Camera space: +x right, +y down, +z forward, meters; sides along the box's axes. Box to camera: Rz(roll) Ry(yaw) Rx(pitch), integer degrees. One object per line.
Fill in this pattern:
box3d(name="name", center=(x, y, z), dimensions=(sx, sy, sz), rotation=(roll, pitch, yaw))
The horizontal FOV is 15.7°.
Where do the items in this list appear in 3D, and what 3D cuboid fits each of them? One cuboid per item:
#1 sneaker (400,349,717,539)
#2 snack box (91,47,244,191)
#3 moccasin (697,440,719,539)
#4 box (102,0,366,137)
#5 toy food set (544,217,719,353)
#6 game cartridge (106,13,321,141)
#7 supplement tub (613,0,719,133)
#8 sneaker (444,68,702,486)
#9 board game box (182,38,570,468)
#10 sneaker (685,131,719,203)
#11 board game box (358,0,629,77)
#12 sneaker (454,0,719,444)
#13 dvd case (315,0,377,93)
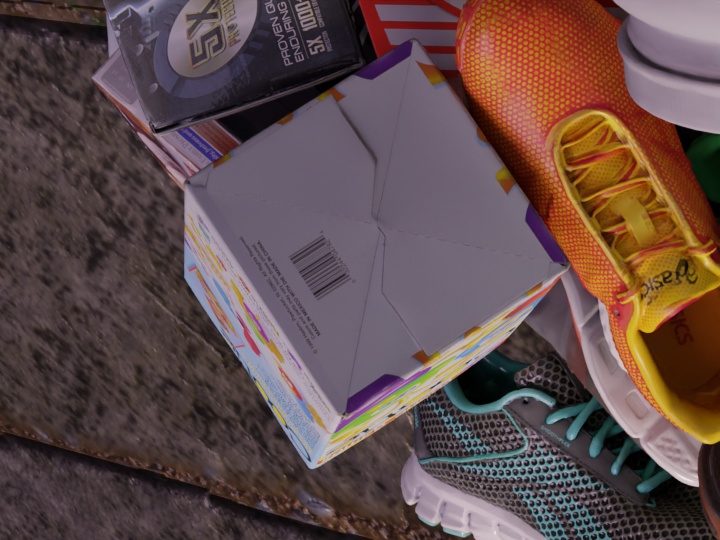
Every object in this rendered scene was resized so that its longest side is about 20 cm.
box3d(name="sneaker", center=(0.093, 0.080, 1.115), dimensions=(0.200, 0.078, 0.091), rotation=(15, 123, 38))
box3d(name="snack box", center=(-0.066, -0.046, 1.139), dimensions=(0.072, 0.024, 0.200), rotation=(40, 176, 10))
box3d(name="moccasin", center=(0.232, 0.073, 0.997), dimensions=(0.078, 0.201, 0.074), rotation=(55, -162, -57))
box3d(name="box", center=(-0.071, -0.175, 0.988), dimensions=(0.164, 0.086, 0.200), rotation=(-103, -6, -70))
box3d(name="toy food set", center=(0.159, 0.029, 1.116), dimensions=(0.200, 0.060, 0.144), rotation=(5, 119, 43))
box3d(name="game cartridge", center=(-0.034, -0.055, 1.200), dimensions=(0.200, 0.040, 0.133), rotation=(42, 173, 3))
box3d(name="supplement tub", center=(0.134, -0.156, 0.805), dimensions=(0.140, 0.140, 0.200), rotation=(13, 121, 39))
box3d(name="sneaker", center=(0.096, 0.001, 1.073), dimensions=(0.200, 0.077, 0.082), rotation=(57, 164, 5))
box3d(name="board game box", center=(0.000, 0.000, 1.023), dimensions=(0.105, 0.103, 0.200), rotation=(56, 171, 5))
box3d(name="sneaker", center=(0.186, -0.021, 0.937), dimensions=(0.074, 0.084, 0.200), rotation=(61, 168, -24))
box3d(name="board game box", center=(0.078, -0.146, 0.976), dimensions=(0.200, 0.046, 0.152), rotation=(4, 127, 36))
box3d(name="sneaker", center=(0.101, -0.026, 0.959), dimensions=(0.200, 0.073, 0.077), rotation=(56, 179, -24))
box3d(name="dvd case", center=(0.011, -0.120, 1.127), dimensions=(0.150, 0.025, 0.200), rotation=(43, 148, 1))
